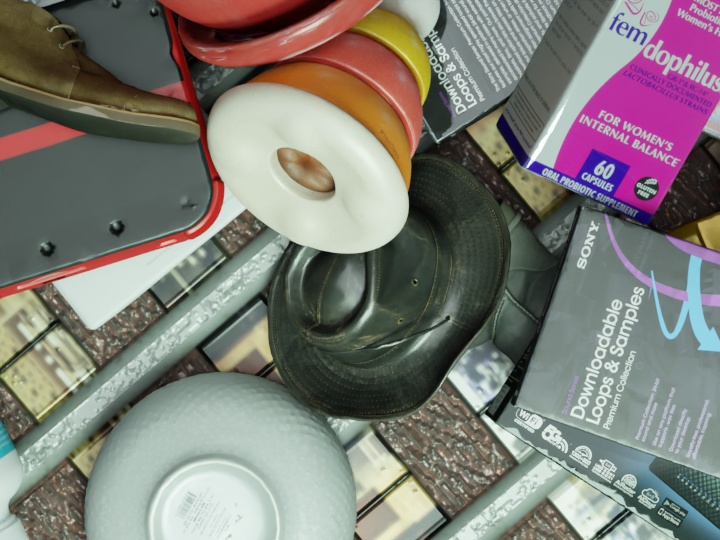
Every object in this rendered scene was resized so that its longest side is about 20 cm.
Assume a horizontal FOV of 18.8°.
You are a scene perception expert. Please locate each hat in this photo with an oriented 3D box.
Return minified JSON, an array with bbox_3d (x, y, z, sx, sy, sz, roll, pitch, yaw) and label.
[{"bbox_3d":[0.000,0.000,1.494,0.200,0.081,0.202,-13,64,28],"label":"hat"}]

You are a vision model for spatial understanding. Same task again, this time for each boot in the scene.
[{"bbox_3d":[-0.195,-0.132,1.408,0.199,0.074,0.076,16,79,4],"label":"boot"},{"bbox_3d":[0.125,0.071,1.552,0.200,0.073,0.182,42,94,-9],"label":"boot"}]

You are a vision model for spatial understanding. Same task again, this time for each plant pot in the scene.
[{"bbox_3d":[-0.075,-0.244,1.391,0.200,0.201,0.183,-29,121,2],"label":"plant pot"}]

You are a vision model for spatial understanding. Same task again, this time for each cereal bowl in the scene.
[{"bbox_3d":[-0.101,0.175,1.545,0.199,0.083,0.201,0,94,0],"label":"cereal bowl"}]

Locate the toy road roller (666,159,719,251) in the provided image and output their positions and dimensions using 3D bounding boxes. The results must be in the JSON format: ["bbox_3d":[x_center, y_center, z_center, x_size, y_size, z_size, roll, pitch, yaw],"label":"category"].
[{"bbox_3d":[0.301,0.003,1.520,0.145,0.123,0.201,-21,89,14],"label":"toy road roller"}]

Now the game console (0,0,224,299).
[{"bbox_3d":[-0.204,-0.086,1.453,0.199,0.031,0.178,-17,88,0],"label":"game console"}]

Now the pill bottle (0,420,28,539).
[{"bbox_3d":[-0.309,0.117,1.527,0.110,0.111,0.201,-27,93,2],"label":"pill bottle"}]

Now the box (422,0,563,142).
[{"bbox_3d":[0.102,-0.201,1.528,0.200,0.036,0.143,-31,86,4],"label":"box"}]

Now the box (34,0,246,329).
[{"bbox_3d":[-0.186,-0.085,1.517,0.152,0.106,0.200,-38,93,2],"label":"box"}]

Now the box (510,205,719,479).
[{"bbox_3d":[0.215,0.055,1.436,0.199,0.036,0.144,18,90,2],"label":"box"}]

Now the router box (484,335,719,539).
[{"bbox_3d":[0.208,0.092,1.494,0.200,0.062,0.150,33,89,-5],"label":"router box"}]

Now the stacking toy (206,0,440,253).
[{"bbox_3d":[0.002,-0.124,1.450,0.146,0.146,0.200,34,57,-2],"label":"stacking toy"}]

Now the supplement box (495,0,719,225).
[{"bbox_3d":[0.187,-0.149,1.450,0.101,0.103,0.201,23,106,-16],"label":"supplement box"}]

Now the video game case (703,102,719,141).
[{"bbox_3d":[0.245,-0.211,1.554,0.143,0.017,0.201,25,93,-2],"label":"video game case"}]
